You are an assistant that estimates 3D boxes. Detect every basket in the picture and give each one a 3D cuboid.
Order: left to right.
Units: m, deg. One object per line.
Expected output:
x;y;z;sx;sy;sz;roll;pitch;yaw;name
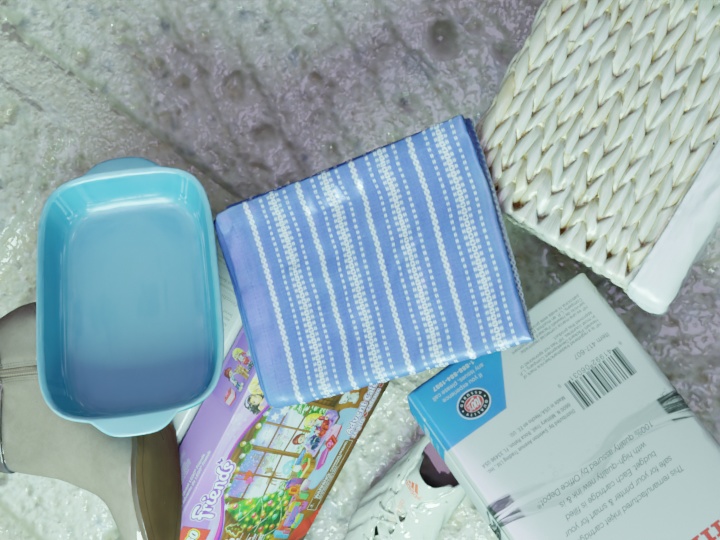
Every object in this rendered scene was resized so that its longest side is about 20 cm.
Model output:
0.184;-0.090;0.687;0.160;0.198;0.201;29;96;16;basket

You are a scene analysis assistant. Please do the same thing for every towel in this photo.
0.000;0.000;0.651;0.199;0.024;0.146;-18;84;29;towel

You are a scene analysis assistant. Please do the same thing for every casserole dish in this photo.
-0.153;0.018;0.688;0.120;0.039;0.201;-8;65;-3;casserole dish

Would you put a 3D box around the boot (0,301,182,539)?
-0.207;0.119;0.712;0.145;0.070;0.201;-10;75;10;boot

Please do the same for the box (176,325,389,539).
-0.066;0.130;0.771;0.039;0.137;0.201;33;98;43;box

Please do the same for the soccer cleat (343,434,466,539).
0.043;0.172;0.774;0.069;0.078;0.200;36;97;11;soccer cleat

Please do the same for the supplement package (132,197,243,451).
-0.146;0.057;0.798;0.121;0.120;0.201;31;96;13;supplement package

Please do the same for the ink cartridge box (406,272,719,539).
0.145;0.129;0.671;0.146;0.084;0.200;-33;74;-7;ink cartridge box
